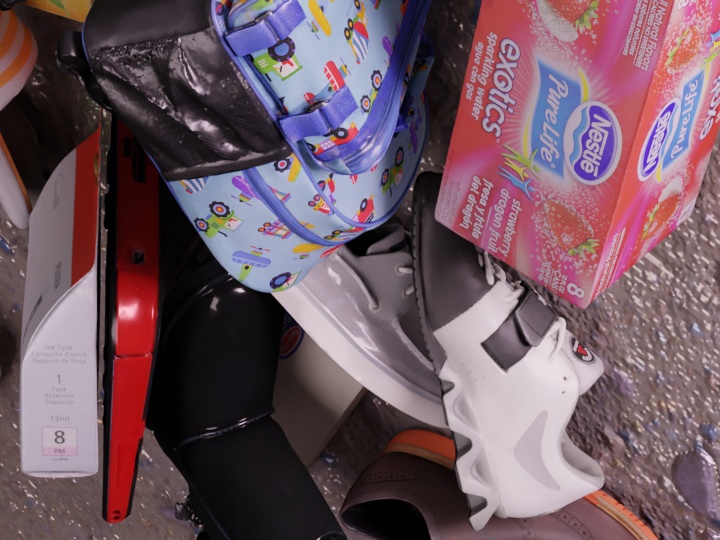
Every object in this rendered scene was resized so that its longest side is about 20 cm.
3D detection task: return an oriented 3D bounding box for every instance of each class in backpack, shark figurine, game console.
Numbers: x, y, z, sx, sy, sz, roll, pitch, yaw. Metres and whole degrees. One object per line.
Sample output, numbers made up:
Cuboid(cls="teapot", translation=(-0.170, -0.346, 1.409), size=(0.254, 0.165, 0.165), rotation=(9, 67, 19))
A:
Cuboid(cls="backpack", translation=(-0.033, -0.096, 1.373), size=(0.134, 0.183, 0.200), rotation=(-11, 127, 30))
Cuboid(cls="shark figurine", translation=(-0.288, -0.107, 1.677), size=(0.214, 0.089, 0.128), rotation=(18, 130, 31))
Cuboid(cls="game console", translation=(-0.135, 0.014, 1.563), size=(0.031, 0.200, 0.177), rotation=(5, 135, -9))

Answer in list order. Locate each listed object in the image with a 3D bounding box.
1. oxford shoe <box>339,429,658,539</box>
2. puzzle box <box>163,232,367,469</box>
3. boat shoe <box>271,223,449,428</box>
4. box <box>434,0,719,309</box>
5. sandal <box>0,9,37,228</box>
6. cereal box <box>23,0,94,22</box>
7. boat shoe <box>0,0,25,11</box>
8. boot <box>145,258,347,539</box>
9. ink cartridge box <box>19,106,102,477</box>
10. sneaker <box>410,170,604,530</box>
Cuboid(cls="oxford shoe", translation=(0.079, 0.152, 1.535), size=(0.200, 0.073, 0.071), rotation=(15, 129, 36))
Cuboid(cls="puzzle box", translation=(-0.064, 0.053, 1.633), size=(0.133, 0.025, 0.200), rotation=(45, 141, 7))
Cuboid(cls="boat shoe", translation=(0.000, 0.000, 1.502), size=(0.069, 0.072, 0.200), rotation=(-42, 95, 22))
Cuboid(cls="box", translation=(0.113, -0.095, 1.289), size=(0.095, 0.100, 0.200), rotation=(33, 137, 21))
Cuboid(cls="sandal", translation=(-0.212, -0.115, 1.578), size=(0.079, 0.059, 0.207), rotation=(51, 166, 45))
Cuboid(cls="cereal box", translation=(-0.202, -0.244, 1.522), size=(0.144, 0.040, 0.200), rotation=(20, 132, 32))
Cuboid(cls="boat shoe", translation=(-0.202, -0.233, 1.448), size=(0.066, 0.075, 0.200), rotation=(-10, 99, 18))
Cuboid(cls="boot", translation=(-0.059, 0.099, 1.552), size=(0.163, 0.073, 0.198), rotation=(60, 151, 21))
Cuboid(cls="ink cartridge box", translation=(-0.164, -0.013, 1.520), size=(0.057, 0.163, 0.200), rotation=(-3, 120, -3))
Cuboid(cls="sneaker", translation=(0.079, 0.035, 1.455), size=(0.088, 0.074, 0.200), rotation=(-12, 111, 11))
